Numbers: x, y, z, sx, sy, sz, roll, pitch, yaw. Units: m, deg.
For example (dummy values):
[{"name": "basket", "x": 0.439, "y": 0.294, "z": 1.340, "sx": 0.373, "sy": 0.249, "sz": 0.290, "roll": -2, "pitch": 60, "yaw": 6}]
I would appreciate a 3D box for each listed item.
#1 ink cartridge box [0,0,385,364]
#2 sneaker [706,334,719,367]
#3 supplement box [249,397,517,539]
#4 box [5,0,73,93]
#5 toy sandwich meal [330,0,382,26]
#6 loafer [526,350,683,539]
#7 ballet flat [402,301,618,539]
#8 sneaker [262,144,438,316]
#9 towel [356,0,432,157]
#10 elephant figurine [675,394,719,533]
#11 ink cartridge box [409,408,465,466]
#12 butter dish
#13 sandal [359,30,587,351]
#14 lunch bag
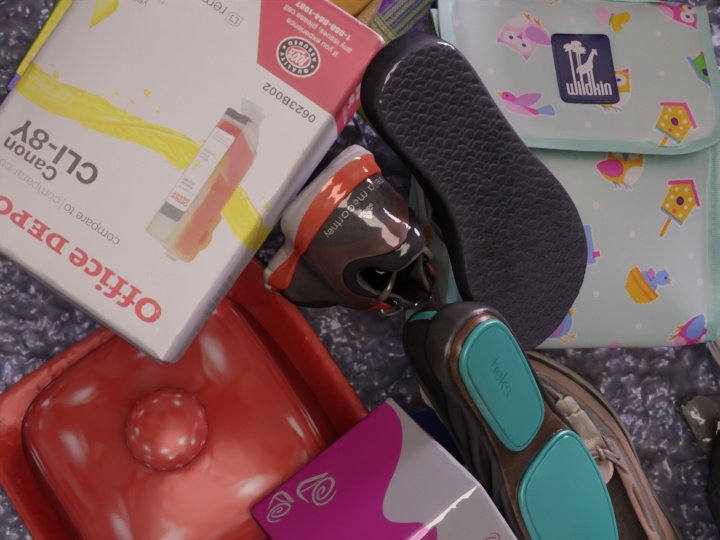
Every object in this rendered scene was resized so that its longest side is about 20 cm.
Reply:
[{"name": "ink cartridge box", "x": -0.100, "y": -0.070, "z": 1.138, "sx": 0.145, "sy": 0.083, "sz": 0.200, "roll": 34, "pitch": 87, "yaw": 1}, {"name": "sneaker", "x": 0.233, "y": -0.018, "z": 1.273, "sx": 0.078, "sy": 0.099, "sz": 0.200, "roll": -9, "pitch": 78, "yaw": -7}, {"name": "supplement box", "x": 0.043, "y": 0.181, "z": 1.187, "sx": 0.101, "sy": 0.103, "sz": 0.200, "roll": -38, "pitch": 128, "yaw": -7}, {"name": "box", "x": -0.103, "y": -0.158, "z": 1.275, "sx": 0.117, "sy": 0.048, "sz": 0.200, "roll": 31, "pitch": 86, "yaw": -6}, {"name": "toy sandwich meal", "x": -0.066, "y": -0.189, "z": 1.215, "sx": 0.205, "sy": 0.070, "sz": 0.205, "roll": 0, "pitch": 88, "yaw": -3}, {"name": "loafer", "x": 0.131, "y": 0.127, "z": 1.267, "sx": 0.072, "sy": 0.063, "sz": 0.200, "roll": -32, "pitch": 116, "yaw": 14}, {"name": "ballet flat", "x": 0.079, "y": 0.092, "z": 1.196, "sx": 0.068, "sy": 0.068, "sz": 0.200, "roll": -43, "pitch": 123, "yaw": -27}, {"name": "sneaker", "x": 0.000, "y": 0.000, "z": 1.210, "sx": 0.082, "sy": 0.200, "sz": 0.077, "roll": 43, "pitch": 82, "yaw": 8}, {"name": "towel", "x": 0.067, "y": -0.162, "z": 1.291, "sx": 0.200, "sy": 0.023, "sz": 0.144, "roll": -45, "pitch": 113, "yaw": -4}, {"name": "elephant figurine", "x": 0.246, "y": 0.164, "z": 1.241, "sx": 0.155, "sy": 0.200, "sz": 0.142, "roll": -15, "pitch": 111, "yaw": 33}, {"name": "ink cartridge box", "x": 0.012, "y": 0.196, "z": 1.297, "sx": 0.198, "sy": 0.047, "sz": 0.200, "roll": -17, "pitch": 95, "yaw": -6}, {"name": "butter dish", "x": -0.098, "y": 0.099, "z": 1.213, "sx": 0.199, "sy": 0.148, "sz": 0.200, "roll": -33, "pitch": 76, "yaw": -4}, {"name": "sandal", "x": 0.061, "y": -0.045, "z": 1.159, "sx": 0.076, "sy": 0.043, "sz": 0.200, "roll": -37, "pitch": 123, "yaw": -13}, {"name": "lunch bag", "x": 0.116, "y": -0.059, "z": 1.259, "sx": 0.170, "sy": 0.122, "sz": 0.200, "roll": 1, "pitch": 98, "yaw": -11}]
